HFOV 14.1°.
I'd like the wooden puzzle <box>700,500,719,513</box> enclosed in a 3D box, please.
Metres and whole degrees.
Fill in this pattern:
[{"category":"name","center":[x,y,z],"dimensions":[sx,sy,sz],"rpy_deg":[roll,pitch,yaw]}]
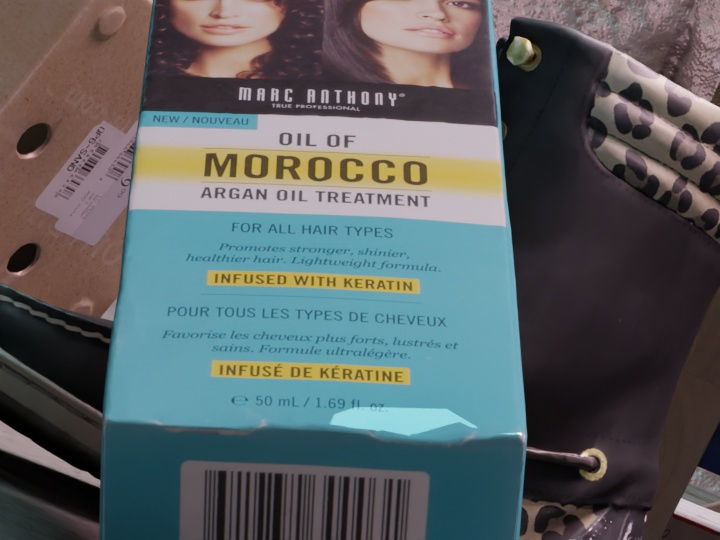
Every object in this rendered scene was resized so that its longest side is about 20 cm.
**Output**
[{"category":"wooden puzzle","center":[0.255,0.160,1.331],"dimensions":[0.200,0.037,0.185],"rpy_deg":[27,-15,-8]}]

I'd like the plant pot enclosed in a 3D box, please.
[{"category":"plant pot","center":[-0.155,-0.087,1.138],"dimensions":[0.177,0.200,0.200],"rpy_deg":[43,5,31]}]

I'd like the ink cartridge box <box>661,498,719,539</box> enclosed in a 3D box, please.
[{"category":"ink cartridge box","center":[0.129,0.116,1.192],"dimensions":[0.200,0.044,0.173],"rpy_deg":[24,1,-36]}]

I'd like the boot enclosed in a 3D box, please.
[{"category":"boot","center":[0.000,0.000,0.754],"dimensions":[0.203,0.154,0.073],"rpy_deg":[25,-5,-12]}]

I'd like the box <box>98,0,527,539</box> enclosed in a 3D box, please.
[{"category":"box","center":[-0.009,-0.004,0.632],"dimensions":[0.082,0.049,0.200],"rpy_deg":[2,33,-2]}]

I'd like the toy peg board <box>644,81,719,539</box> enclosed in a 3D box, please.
[{"category":"toy peg board","center":[0.161,-0.017,0.937],"dimensions":[0.098,0.200,0.200],"rpy_deg":[22,23,-2]}]
